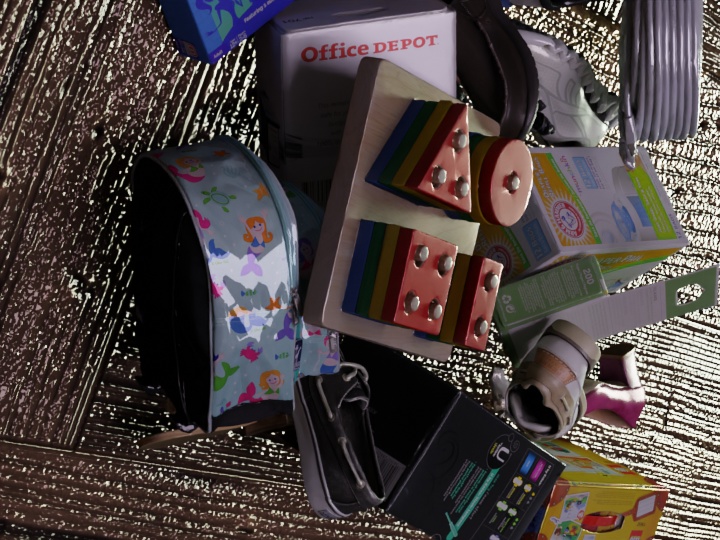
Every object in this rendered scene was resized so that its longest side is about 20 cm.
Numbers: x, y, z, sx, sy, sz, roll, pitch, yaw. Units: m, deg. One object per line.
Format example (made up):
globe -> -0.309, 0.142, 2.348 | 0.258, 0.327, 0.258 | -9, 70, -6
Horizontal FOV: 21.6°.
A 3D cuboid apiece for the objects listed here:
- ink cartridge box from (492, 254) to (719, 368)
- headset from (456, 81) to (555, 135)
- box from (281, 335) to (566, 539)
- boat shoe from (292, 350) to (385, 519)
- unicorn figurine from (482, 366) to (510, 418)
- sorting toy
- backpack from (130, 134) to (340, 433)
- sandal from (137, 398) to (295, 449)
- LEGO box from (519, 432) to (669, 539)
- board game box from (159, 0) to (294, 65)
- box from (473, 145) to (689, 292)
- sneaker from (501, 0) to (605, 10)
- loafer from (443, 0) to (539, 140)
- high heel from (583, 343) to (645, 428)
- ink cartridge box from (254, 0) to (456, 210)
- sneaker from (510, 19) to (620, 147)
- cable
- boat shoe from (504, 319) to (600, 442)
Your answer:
ink cartridge box -> 0.219, 0.025, 1.697 | 0.200, 0.048, 0.146 | -20, 162, 4
headset -> 0.065, -0.119, 1.612 | 0.200, 0.094, 0.124 | -12, 117, -30
box -> 0.059, 0.162, 1.687 | 0.124, 0.148, 0.200 | -57, 139, -2
boat shoe -> -0.021, 0.105, 1.580 | 0.071, 0.064, 0.200 | 6, 68, -59
unicorn figurine -> 0.183, 0.063, 1.835 | 0.200, 0.074, 0.138 | -19, 116, -37
sorting toy -> 0.056, -0.038, 1.424 | 0.200, 0.070, 0.199 | 19, 82, -58
backpack -> -0.100, 0.000, 1.420 | 0.150, 0.178, 0.200 | -17, 118, -19
sandal -> -0.114, 0.103, 1.562 | 0.212, 0.078, 0.070 | -1, 76, -54
LEGO box -> 0.181, 0.217, 1.845 | 0.200, 0.149, 0.077 | 10, 100, -48
board game box -> -0.102, -0.278, 1.402 | 0.152, 0.045, 0.200 | -42, 133, -25
box -> 0.190, -0.044, 1.739 | 0.200, 0.113, 0.101 | -3, 155, -45
sneaker -> 0.200, -0.290, 1.662 | 0.199, 0.115, 0.081 | -48, 137, -20
loafer -> 0.087, -0.189, 1.569 | 0.071, 0.200, 0.073 | -9, 154, -24
high heel -> 0.230, 0.150, 1.925 | 0.200, 0.067, 0.096 | -24, 113, -42
ink cartridge box -> -0.003, -0.116, 1.513 | 0.146, 0.086, 0.200 | -9, 115, -17
sneaker -> 0.175, -0.162, 1.732 | 0.081, 0.075, 0.200 | -54, 138, -1
cable -> 0.269, -0.215, 1.691 | 0.200, 0.069, 0.200 | -80, 170, -54
boat shoe -> 0.160, 0.112, 1.683 | 0.068, 0.075, 0.200 | -48, 163, -21
